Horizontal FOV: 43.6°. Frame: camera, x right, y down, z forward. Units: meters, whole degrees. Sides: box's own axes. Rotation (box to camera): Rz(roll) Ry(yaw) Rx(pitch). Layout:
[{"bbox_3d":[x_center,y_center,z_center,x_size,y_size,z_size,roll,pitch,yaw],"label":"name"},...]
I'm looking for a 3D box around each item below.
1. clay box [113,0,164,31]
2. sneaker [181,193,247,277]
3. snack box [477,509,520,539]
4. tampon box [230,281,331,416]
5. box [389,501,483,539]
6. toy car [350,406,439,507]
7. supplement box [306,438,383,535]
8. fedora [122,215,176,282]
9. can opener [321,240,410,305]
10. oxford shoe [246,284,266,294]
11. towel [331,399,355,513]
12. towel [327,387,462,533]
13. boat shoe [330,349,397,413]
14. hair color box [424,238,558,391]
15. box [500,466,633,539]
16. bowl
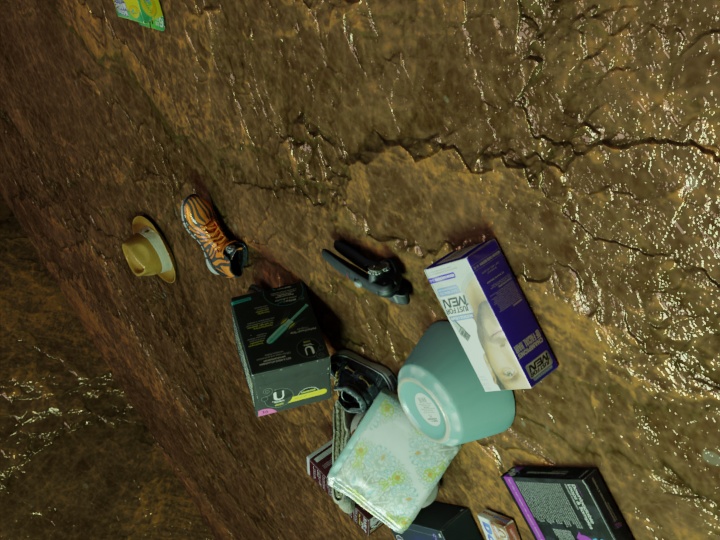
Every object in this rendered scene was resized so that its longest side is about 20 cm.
[{"bbox_3d":[-0.431,-0.544,1.673,0.115,0.047,0.201,27,136,46],"label":"clay box"},{"bbox_3d":[-0.294,-0.070,1.880,0.112,0.078,0.201,14,139,47],"label":"sneaker"},{"bbox_3d":[0.265,0.511,1.565,0.072,0.024,0.201,6,122,57],"label":"snack box"},{"bbox_3d":[-0.151,0.148,1.698,0.127,0.149,0.201,90,163,-45],"label":"tampon box"},{"bbox_3d":[0.150,0.517,1.702,0.200,0.079,0.142,-13,102,60],"label":"box"},{"bbox_3d":[0.039,0.363,1.657,0.175,0.149,0.201,17,131,50],"label":"toy car"},{"bbox_3d":[-0.008,0.432,1.840,0.200,0.108,0.061,38,144,35],"label":"supplement box"},{"bbox_3d":[-0.548,-0.040,2.286,0.200,0.082,0.202,38,145,33],"label":"fedora"},{"bbox_3d":[0.000,0.000,1.474,0.199,0.063,0.079,29,140,42],"label":"can opener"},{"bbox_3d":[-0.187,0.119,1.860,0.201,0.084,0.073,55,153,11],"label":"oxford shoe"},{"bbox_3d":[-0.029,0.361,1.745,0.133,0.034,0.201,69,-161,-63],"label":"towel"},{"bbox_3d":[0.056,0.330,1.557,0.171,0.201,0.048,33,-174,10],"label":"towel"},{"bbox_3d":[-0.024,0.206,1.674,0.200,0.091,0.071,8,124,55],"label":"boat shoe"},{"bbox_3d":[0.180,0.066,1.251,0.201,0.065,0.109,61,151,-6],"label":"hair color box"},{"bbox_3d":[0.310,0.364,1.348,0.144,0.036,0.200,61,153,-5],"label":"box"},{"bbox_3d":[0.132,0.191,1.399,0.201,0.105,0.202,39,146,34],"label":"bowl"}]
